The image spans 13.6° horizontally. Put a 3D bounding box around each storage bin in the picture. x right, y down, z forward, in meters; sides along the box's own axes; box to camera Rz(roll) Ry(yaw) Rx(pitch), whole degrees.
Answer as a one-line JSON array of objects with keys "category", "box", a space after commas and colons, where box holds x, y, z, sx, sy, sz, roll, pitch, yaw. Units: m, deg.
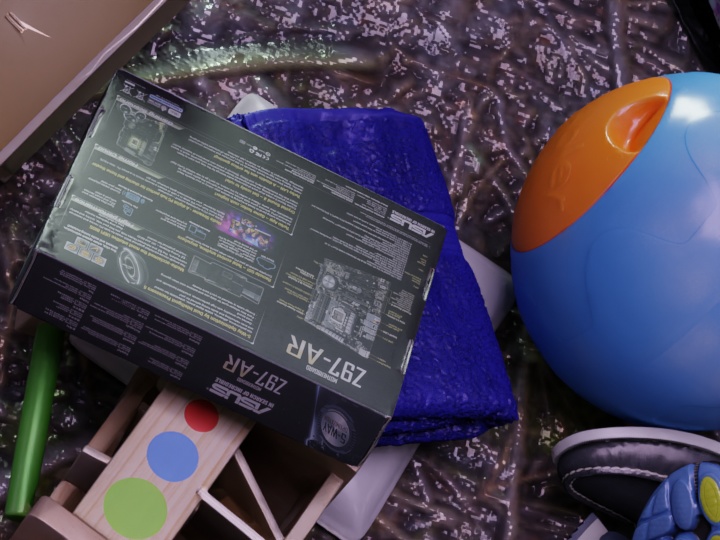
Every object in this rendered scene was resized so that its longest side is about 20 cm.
[{"category": "storage bin", "box": [-0.194, -0.187, 1.650, 0.200, 0.094, 0.199, -45, 87, -3]}]

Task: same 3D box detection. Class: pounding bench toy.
[{"category": "pounding bench toy", "box": [-0.131, 0.114, 1.567, 0.200, 0.124, 0.156, 37, 62, -1]}]

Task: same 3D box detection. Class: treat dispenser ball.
[{"category": "treat dispenser ball", "box": [0.183, -0.010, 1.684, 0.200, 0.201, 0.202, 7, 66, -16]}]

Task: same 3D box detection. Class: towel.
[{"category": "towel", "box": [0.000, 0.000, 1.661, 0.147, 0.050, 0.201, -5, 64, -26]}]

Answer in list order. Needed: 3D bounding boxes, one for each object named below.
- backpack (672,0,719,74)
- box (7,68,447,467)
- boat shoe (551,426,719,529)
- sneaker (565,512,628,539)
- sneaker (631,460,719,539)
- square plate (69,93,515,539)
[{"category": "backpack", "box": [0.269, -0.194, 1.835, 0.166, 0.127, 0.201, -12, 75, -26]}, {"category": "box", "box": [-0.064, -0.004, 1.557, 0.199, 0.044, 0.161, 25, 40, -7]}, {"category": "boat shoe", "box": [0.198, 0.137, 1.691, 0.199, 0.076, 0.061, 13, 61, -19]}, {"category": "sneaker", "box": [0.103, 0.225, 1.631, 0.082, 0.070, 0.200, 37, 62, 4]}, {"category": "sneaker", "box": [0.203, 0.185, 1.649, 0.083, 0.071, 0.200, -46, 127, -42]}, {"category": "square plate", "box": [-0.031, 0.020, 1.697, 0.198, 0.028, 0.200, 36, 61, -2]}]
